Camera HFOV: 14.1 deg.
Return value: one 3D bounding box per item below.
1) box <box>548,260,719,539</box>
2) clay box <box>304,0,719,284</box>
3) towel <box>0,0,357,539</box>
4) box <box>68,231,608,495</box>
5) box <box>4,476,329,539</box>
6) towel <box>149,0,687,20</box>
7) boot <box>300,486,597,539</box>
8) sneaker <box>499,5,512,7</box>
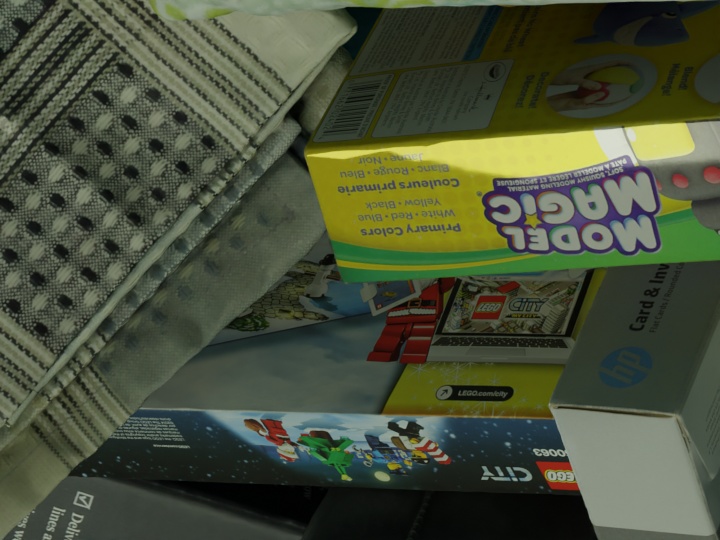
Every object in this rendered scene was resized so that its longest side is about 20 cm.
[{"bbox_3d":[0.120,0.051,0.849,0.041,0.156,0.201,4,137,28],"label":"box"},{"bbox_3d":[0.097,-0.050,0.760,0.199,0.115,0.048,-3,123,21],"label":"clay box"},{"bbox_3d":[-0.113,-0.046,0.831,0.200,0.193,0.035,44,173,-2],"label":"towel"},{"bbox_3d":[0.000,0.000,0.874,0.199,0.137,0.038,0,139,30],"label":"box"},{"bbox_3d":[-0.067,0.098,0.992,0.199,0.107,0.149,18,125,-8],"label":"box"},{"bbox_3d":[0.027,-0.148,0.692,0.199,0.048,0.172,1,98,29],"label":"towel"},{"bbox_3d":[0.001,0.064,0.895,0.181,0.201,0.073,12,140,18],"label":"boot"},{"bbox_3d":[0.104,-0.111,0.732,0.199,0.082,0.078,-16,126,40],"label":"sneaker"}]
